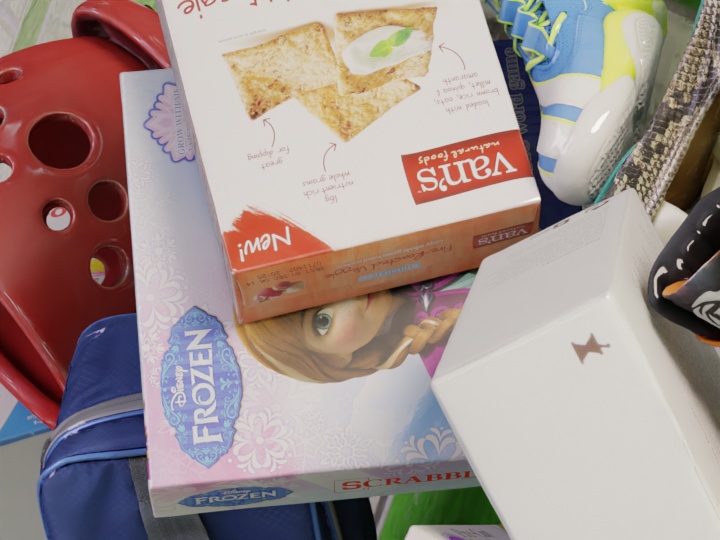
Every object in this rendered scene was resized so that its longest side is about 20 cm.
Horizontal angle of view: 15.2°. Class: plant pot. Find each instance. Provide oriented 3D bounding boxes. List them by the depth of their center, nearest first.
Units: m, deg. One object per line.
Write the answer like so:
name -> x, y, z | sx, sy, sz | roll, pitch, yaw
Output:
plant pot -> -0.147, -0.036, 1.464 | 0.182, 0.201, 0.200 | -40, 16, -14

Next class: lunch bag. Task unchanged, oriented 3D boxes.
lunch bag -> -0.070, 0.131, 1.256 | 0.132, 0.136, 0.200 | -78, -22, -57

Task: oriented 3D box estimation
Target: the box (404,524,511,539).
box -> 0.066, 0.120, 1.003 | 0.041, 0.200, 0.039 | 27, 96, 25

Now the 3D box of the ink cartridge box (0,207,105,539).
ink cartridge box -> -0.191, 0.075, 1.631 | 0.147, 0.145, 0.200 | -17, 43, 10

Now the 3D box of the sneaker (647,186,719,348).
sneaker -> 0.150, 0.043, 0.928 | 0.078, 0.112, 0.200 | -33, 45, 53

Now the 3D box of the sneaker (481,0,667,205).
sneaker -> 0.081, -0.109, 1.166 | 0.200, 0.105, 0.076 | -67, -10, -45

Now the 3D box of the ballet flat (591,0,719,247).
ballet flat -> 0.147, -0.049, 1.087 | 0.075, 0.068, 0.200 | 40, 112, 45

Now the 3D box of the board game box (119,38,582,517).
board game box -> 0.000, 0.000, 1.175 | 0.041, 0.199, 0.200 | 90, 174, -66

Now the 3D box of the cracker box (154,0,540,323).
cracker box -> -0.012, -0.089, 1.161 | 0.058, 0.134, 0.200 | 88, 167, -66

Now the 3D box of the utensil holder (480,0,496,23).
utensil holder -> 0.003, -0.190, 1.393 | 0.200, 0.170, 0.170 | -12, 63, 65

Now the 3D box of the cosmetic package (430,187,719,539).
cosmetic package -> 0.087, 0.045, 0.982 | 0.071, 0.102, 0.200 | -26, 7, 12
